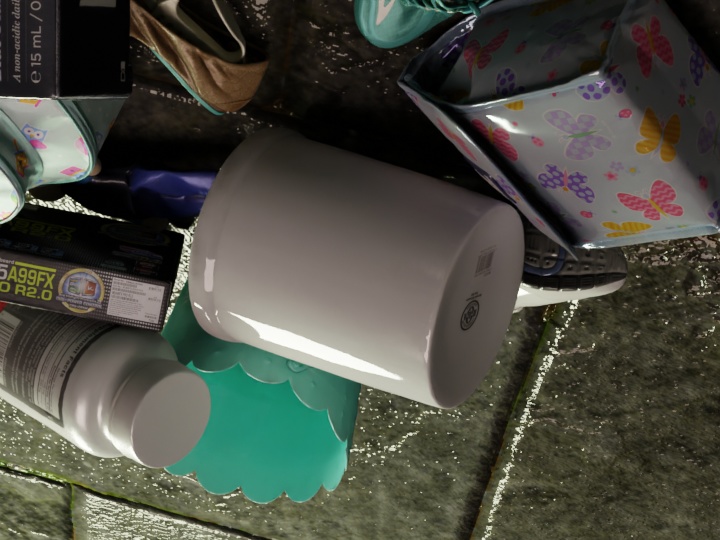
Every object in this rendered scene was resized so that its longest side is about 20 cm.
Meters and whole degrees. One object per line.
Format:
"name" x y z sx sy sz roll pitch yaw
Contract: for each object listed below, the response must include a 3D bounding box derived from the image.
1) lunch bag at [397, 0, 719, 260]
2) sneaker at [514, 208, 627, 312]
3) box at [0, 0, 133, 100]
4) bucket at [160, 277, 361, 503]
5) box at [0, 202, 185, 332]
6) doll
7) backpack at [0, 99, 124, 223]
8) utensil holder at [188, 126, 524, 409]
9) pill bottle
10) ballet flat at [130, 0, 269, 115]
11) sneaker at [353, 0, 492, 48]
"lunch bag" 0.144 -0.098 1.246 0.199 0.127 0.170 -5 139 45
"sneaker" 0.120 -0.003 1.433 0.199 0.075 0.087 3 153 29
"box" -0.260 -0.212 1.177 0.199 0.117 0.198 3 97 17
"bucket" -0.089 0.094 1.567 0.206 0.135 0.208 11 143 8
"box" -0.248 -0.011 1.464 0.199 0.160 0.044 12 105 -4
"doll" -0.182 -0.066 1.469 0.199 0.049 0.136 5 162 18
"backpack" -0.280 -0.128 1.346 0.199 0.154 0.176 -16 128 33
"utensil holder" 0.000 0.000 1.346 0.199 0.170 0.170 19 146 24
"pill bottle" -0.215 0.083 1.450 0.200 0.111 0.111 25 153 39
"ballet flat" -0.143 -0.190 1.294 0.200 0.068 0.072 38 118 -26
"sneaker" 0.058 -0.201 1.182 0.077 0.080 0.200 33 141 -21
